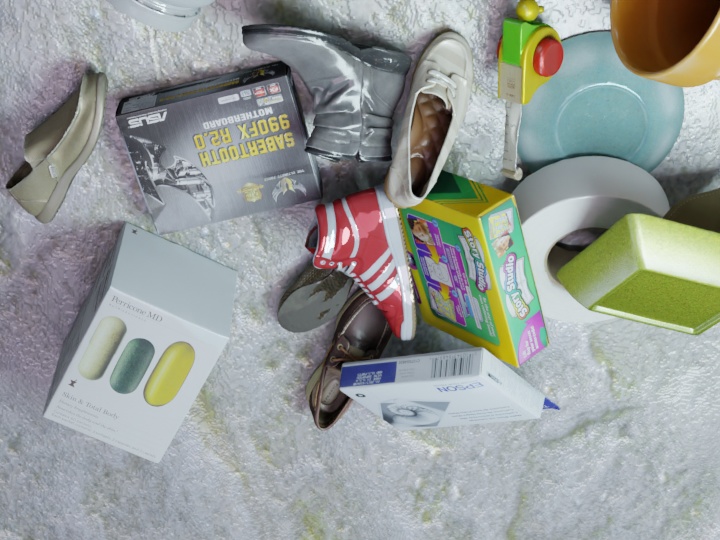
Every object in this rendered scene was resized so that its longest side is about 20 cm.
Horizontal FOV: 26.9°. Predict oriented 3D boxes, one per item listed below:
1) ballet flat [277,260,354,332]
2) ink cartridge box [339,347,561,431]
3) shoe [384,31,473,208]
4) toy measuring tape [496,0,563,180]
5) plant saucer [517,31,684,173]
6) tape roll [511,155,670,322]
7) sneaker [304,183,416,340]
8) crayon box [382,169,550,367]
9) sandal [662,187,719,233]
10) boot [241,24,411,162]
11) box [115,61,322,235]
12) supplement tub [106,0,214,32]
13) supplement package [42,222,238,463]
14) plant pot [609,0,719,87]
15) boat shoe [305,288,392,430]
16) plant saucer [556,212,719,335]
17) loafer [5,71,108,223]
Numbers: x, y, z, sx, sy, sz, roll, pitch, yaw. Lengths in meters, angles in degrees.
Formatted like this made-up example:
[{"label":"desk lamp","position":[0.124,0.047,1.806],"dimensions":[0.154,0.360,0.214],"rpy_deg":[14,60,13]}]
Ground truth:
[{"label":"ballet flat","position":[-0.033,-0.002,1.784],"dimensions":[0.067,0.046,0.200],"rpy_deg":[23,123,-24]},{"label":"ink cartridge box","position":[0.108,0.153,1.787],"dimensions":[0.199,0.041,0.200],"rpy_deg":[-9,151,34]},{"label":"shoe","position":[0.081,-0.163,1.631],"dimensions":[0.070,0.053,0.201],"rpy_deg":[18,86,-11]},{"label":"toy measuring tape","position":[0.185,-0.201,1.646],"dimensions":[0.073,0.074,0.201],"rpy_deg":[-1,115,0]},{"label":"plant saucer","position":[0.267,-0.167,1.689],"dimensions":[0.200,0.039,0.202],"rpy_deg":[0,121,0]},{"label":"tape roll","position":[0.259,-0.034,1.726],"dimensions":[0.201,0.071,0.203],"rpy_deg":[0,135,0]},{"label":"sneaker","position":[0.000,0.000,1.712],"dimensions":[0.112,0.071,0.201],"rpy_deg":[-13,120,-2]},{"label":"crayon box","position":[0.120,-0.009,1.705],"dimensions":[0.058,0.172,0.201],"rpy_deg":[-33,124,-25]},{"label":"sandal","position":[0.409,-0.055,1.690],"dimensions":[0.211,0.078,0.070],"rpy_deg":[-36,146,-30]},{"label":"boot","position":[-0.042,-0.186,1.613],"dimensions":[0.199,0.070,0.132],"rpy_deg":[12,96,-20]},{"label":"box","position":[-0.156,-0.137,1.694],"dimensions":[0.199,0.048,0.159],"rpy_deg":[-12,120,6]},{"label":"supplement tub","position":[-0.178,-0.356,1.507],"dimensions":[0.144,0.145,0.200],"rpy_deg":[27,117,-16]},{"label":"supplement package","position":[-0.256,0.085,1.764],"dimensions":[0.151,0.151,0.200],"rpy_deg":[24,117,-14]},{"label":"plant pot","position":[0.390,-0.276,1.552],"dimensions":[0.182,0.201,0.201],"rpy_deg":[11,121,-26]},{"label":"boat shoe","position":[-0.010,0.110,1.830],"dimensions":[0.072,0.072,0.200],"rpy_deg":[24,118,-14]},{"label":"plant saucer","position":[0.338,0.015,1.637],"dimensions":[0.199,0.048,0.200],"rpy_deg":[14,157,-12]},{"label":"loafer","position":[-0.338,-0.139,1.674],"dimensions":[0.068,0.076,0.200],"rpy_deg":[21,119,-20]}]
